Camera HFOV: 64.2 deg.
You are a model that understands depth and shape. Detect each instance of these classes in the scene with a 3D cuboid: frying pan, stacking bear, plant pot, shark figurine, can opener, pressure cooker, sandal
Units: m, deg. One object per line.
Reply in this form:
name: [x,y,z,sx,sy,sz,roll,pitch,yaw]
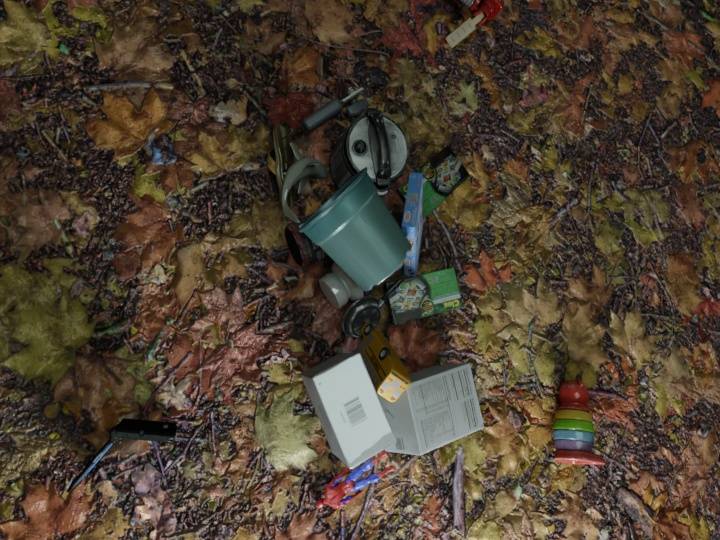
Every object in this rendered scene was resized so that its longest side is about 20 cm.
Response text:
frying pan: [0.038,0.101,1.386,0.186,0.031,0.118,-23,132,-23]
stacking bear: [0.559,0.393,1.499,0.110,0.121,0.207,15,68,-21]
plant pot: [-0.001,-0.078,1.241,0.200,0.199,0.197,-44,100,-18]
shark figurine: [-0.134,-0.218,1.336,0.130,0.087,0.217,59,43,-30]
can opener: [-0.061,-0.402,1.449,0.197,0.053,0.068,-34,93,-19]
pressure cooker: [0.024,-0.271,1.379,0.175,0.200,0.180,41,72,-6]
sandal: [-0.196,-0.249,1.381,0.052,0.080,0.208,-4,91,18]

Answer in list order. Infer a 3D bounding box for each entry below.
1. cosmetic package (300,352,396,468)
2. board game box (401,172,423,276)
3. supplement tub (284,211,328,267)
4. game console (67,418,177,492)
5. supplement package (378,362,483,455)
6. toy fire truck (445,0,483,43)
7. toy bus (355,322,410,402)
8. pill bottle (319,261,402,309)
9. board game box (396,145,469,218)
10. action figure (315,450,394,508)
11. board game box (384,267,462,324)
cosmetic package: [-0.033,0.300,1.272,0.120,0.200,0.205,-23,89,-17]
board game box: [0.126,-0.106,1.371,0.035,0.202,0.155,5,58,10]
supplement tub: [-0.076,-0.095,1.370,0.196,0.107,0.110,-25,89,-20]
game console: [-0.458,0.362,1.131,0.170,0.199,0.121,10,79,-16]
supplement package: [0.155,0.318,1.334,0.195,0.150,0.156,-10,85,-33]
toy fire truck: [0.294,-0.742,1.591,0.175,0.128,0.202,39,63,-8]
toy bus: [0.045,0.199,1.287,0.064,0.200,0.079,35,98,-29]
pill bottle: [0.000,0.000,1.376,0.198,0.112,0.114,-37,93,-19]
board game box: [0.194,-0.232,1.520,0.199,0.023,0.106,-41,97,-19]
action figure: [-0.017,0.492,1.330,0.196,0.052,0.067,-27,84,-14]
board game box: [0.161,0.064,1.456,0.193,0.023,0.109,-11,84,-18]
